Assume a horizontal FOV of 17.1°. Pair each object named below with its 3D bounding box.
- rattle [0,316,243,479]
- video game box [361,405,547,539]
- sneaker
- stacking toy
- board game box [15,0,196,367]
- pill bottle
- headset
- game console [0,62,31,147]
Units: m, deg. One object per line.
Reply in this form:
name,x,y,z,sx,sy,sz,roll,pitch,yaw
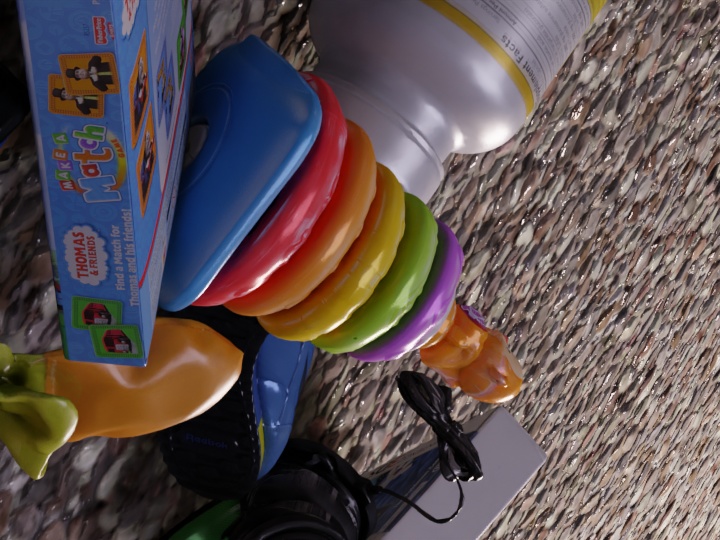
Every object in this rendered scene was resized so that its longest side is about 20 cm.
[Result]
rattle,-0.117,0.091,0.873,0.200,0.143,0.130,-117,-138,-73
video game box,-0.012,0.169,1.284,0.200,0.047,0.182,-45,-176,-34
sneaker,-0.051,0.012,1.122,0.078,0.066,0.200,-57,162,-52
stacking toy,0.000,0.000,1.015,0.200,0.116,0.110,35,95,-28
board game box,-0.088,-0.087,0.862,0.200,0.037,0.151,92,3,-48
pill bottle,0.047,-0.126,1.091,0.200,0.112,0.112,-55,157,-14
headset,-0.035,0.119,1.162,0.094,0.200,0.124,61,19,-19
game console,-0.217,-0.027,0.774,0.200,0.118,0.171,-46,-176,-31
